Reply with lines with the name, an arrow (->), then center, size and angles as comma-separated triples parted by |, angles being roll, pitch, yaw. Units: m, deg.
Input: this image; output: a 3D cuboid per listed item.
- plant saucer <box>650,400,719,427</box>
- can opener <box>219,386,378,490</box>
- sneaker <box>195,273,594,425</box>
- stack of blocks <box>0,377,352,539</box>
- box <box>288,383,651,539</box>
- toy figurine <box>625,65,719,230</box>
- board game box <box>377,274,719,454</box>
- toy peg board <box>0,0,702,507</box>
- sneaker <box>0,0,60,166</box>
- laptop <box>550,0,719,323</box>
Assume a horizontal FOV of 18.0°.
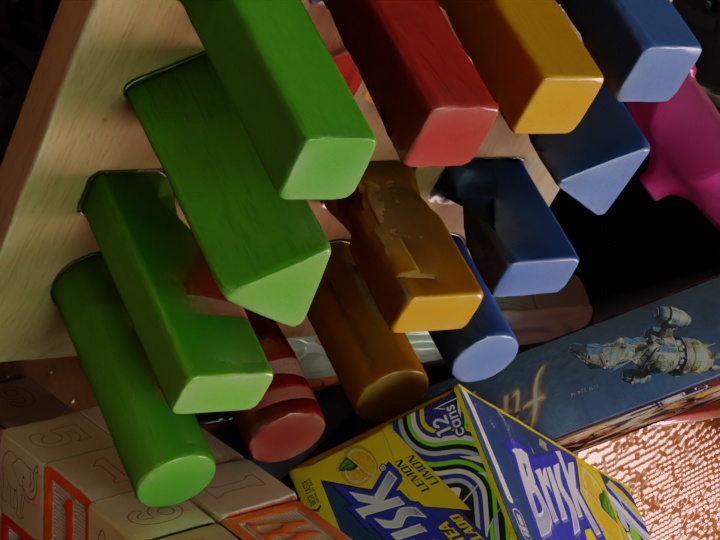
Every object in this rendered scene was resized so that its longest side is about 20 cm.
plant saucer -> 0.204, -0.038, 1.019 | 0.200, 0.037, 0.200 | -5, 111, -36
can opener -> -0.058, 0.112, 0.865 | 0.200, 0.066, 0.053 | -44, 129, -21
sneaker -> 0.000, 0.000, 0.844 | 0.200, 0.076, 0.092 | -4, 77, -34
stack of blocks -> -0.086, 0.103, 0.744 | 0.059, 0.200, 0.115 | -12, 116, -34
box -> 0.051, 0.100, 0.775 | 0.064, 0.070, 0.200 | -28, 157, 13
toy figurine -> 0.173, -0.096, 0.799 | 0.150, 0.200, 0.184 | 28, 76, -62
board game box -> 0.111, 0.036, 0.852 | 0.200, 0.035, 0.135 | -21, 170, 5
toy peg board -> 0.005, -0.019, 0.681 | 0.199, 0.098, 0.200 | -3, 140, -31
sneaker -> -0.131, -0.067, 0.698 | 0.202, 0.077, 0.146 | -44, 130, 8
laptop -> 0.098, -0.086, 0.902 | 0.177, 0.103, 0.200 | 22, 69, -26
